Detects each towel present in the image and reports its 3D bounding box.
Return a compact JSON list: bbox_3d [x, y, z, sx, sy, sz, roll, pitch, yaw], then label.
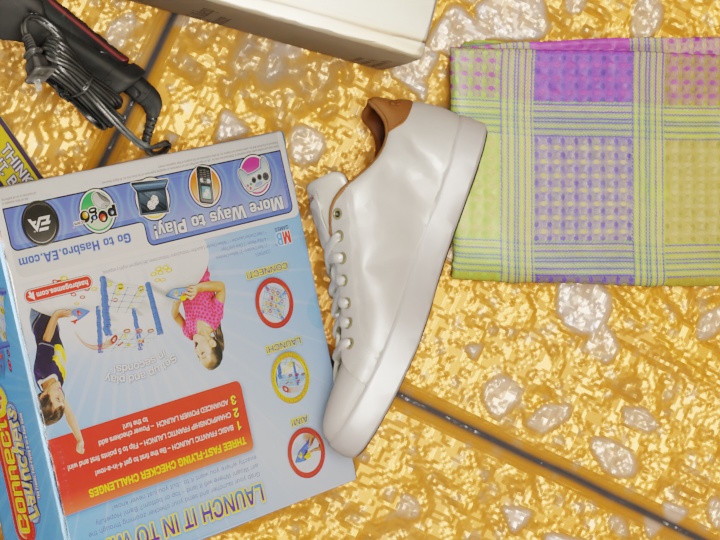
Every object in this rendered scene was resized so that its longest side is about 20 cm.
[{"bbox_3d":[0.148,-0.062,1.186,0.200,0.023,0.144,-1,92,-11],"label":"towel"}]

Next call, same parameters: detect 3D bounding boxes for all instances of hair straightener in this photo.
[{"bbox_3d":[-0.167,-0.111,1.072,0.041,0.077,0.200,-28,131,23],"label":"hair straightener"}]

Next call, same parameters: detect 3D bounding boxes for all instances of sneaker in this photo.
[{"bbox_3d":[0.000,0.000,1.114,0.085,0.073,0.200,20,72,-5],"label":"sneaker"}]

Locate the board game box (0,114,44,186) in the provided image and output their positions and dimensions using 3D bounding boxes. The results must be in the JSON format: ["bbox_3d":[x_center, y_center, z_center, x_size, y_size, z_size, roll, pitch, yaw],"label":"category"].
[{"bbox_3d":[-0.232,-0.011,1.032,0.165,0.057,0.200,-51,119,-39],"label":"board game box"}]

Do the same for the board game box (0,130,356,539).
[{"bbox_3d":[-0.107,0.041,1.069,0.200,0.056,0.196,-15,95,-45],"label":"board game box"}]

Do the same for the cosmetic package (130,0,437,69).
[{"bbox_3d":[-0.063,-0.168,1.100,0.200,0.104,0.073,13,89,-11],"label":"cosmetic package"}]
